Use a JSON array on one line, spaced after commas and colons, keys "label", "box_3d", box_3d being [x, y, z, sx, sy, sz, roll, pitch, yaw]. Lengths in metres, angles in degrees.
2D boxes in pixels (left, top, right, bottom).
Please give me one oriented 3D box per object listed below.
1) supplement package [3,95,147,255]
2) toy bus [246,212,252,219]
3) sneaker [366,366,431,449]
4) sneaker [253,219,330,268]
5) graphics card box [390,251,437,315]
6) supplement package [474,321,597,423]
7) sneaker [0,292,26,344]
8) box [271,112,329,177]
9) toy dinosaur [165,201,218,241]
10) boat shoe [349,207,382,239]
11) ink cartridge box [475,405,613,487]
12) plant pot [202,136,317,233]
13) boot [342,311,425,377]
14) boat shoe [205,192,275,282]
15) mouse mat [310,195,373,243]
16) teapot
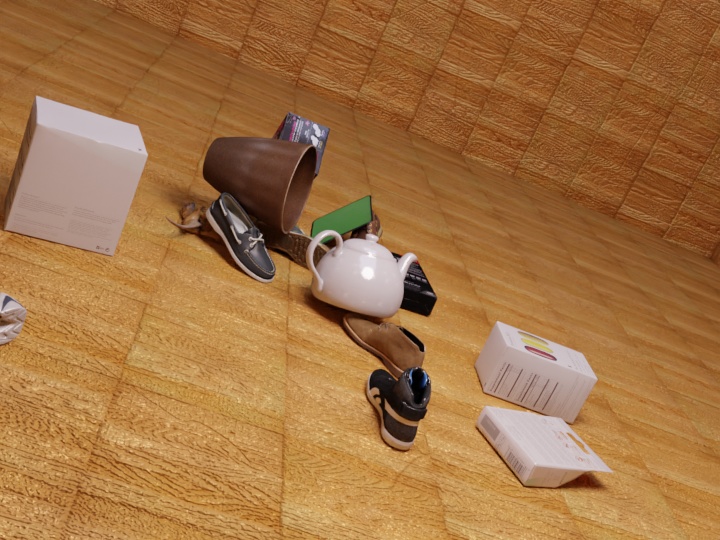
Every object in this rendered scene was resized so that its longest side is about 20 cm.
[{"label": "supplement package", "box_3d": [-0.498, -0.164, 1.572, 0.190, 0.201, 0.147, 15, 22, -27]}, {"label": "toy bus", "box_3d": [-0.261, -0.142, 1.977, 0.065, 0.079, 0.200, 23, 20, -8]}, {"label": "sneaker", "box_3d": [0.071, 0.192, 1.475, 0.072, 0.113, 0.200, 18, 21, -19]}, {"label": "sneaker", "box_3d": [-0.138, -0.068, 1.947, 0.199, 0.068, 0.090, 24, 25, 6]}, {"label": "graphics card box", "box_3d": [0.089, 0.021, 2.020, 0.124, 0.051, 0.200, 17, 20, -18]}, {"label": "supplement package", "box_3d": [0.342, 0.200, 1.778, 0.198, 0.110, 0.114, 20, 20, -12]}, {"label": "sneaker", "box_3d": [-0.547, 0.045, 1.168, 0.129, 0.080, 0.199, 31, 20, 20]}, {"label": "box", "box_3d": [-0.169, -0.275, 2.203, 0.114, 0.133, 0.200, 19, -21, -16]}, {"label": "toy dinosaur", "box_3d": [-0.336, -0.093, 1.820, 0.105, 0.061, 0.200, 8, 13, -9]}, {"label": "boat shoe", "box_3d": [0.006, -0.079, 2.058, 0.071, 0.068, 0.201, -7, 27, 13]}, {"label": "ink cartridge box", "box_3d": [0.319, 0.311, 1.576, 0.199, 0.050, 0.161, 16, 21, -35]}, {"label": "plant pot", "box_3d": [-0.214, -0.196, 1.844, 0.198, 0.189, 0.187, 19, 19, 8]}, {"label": "boot", "box_3d": [0.047, 0.121, 1.685, 0.073, 0.076, 0.200, -4, 32, -48]}, {"label": "boat shoe", "box_3d": [-0.229, -0.066, 1.780, 0.200, 0.060, 0.075, 48, 29, 9]}, {"label": "mouse mat", "box_3d": [-0.045, -0.114, 2.099, 0.200, 0.160, 0.008, -90, 155, -69]}, {"label": "teapot", "box_3d": [0.000, 0.000, 1.768, 0.195, 0.148, 0.200, 16, 5, 6]}]
